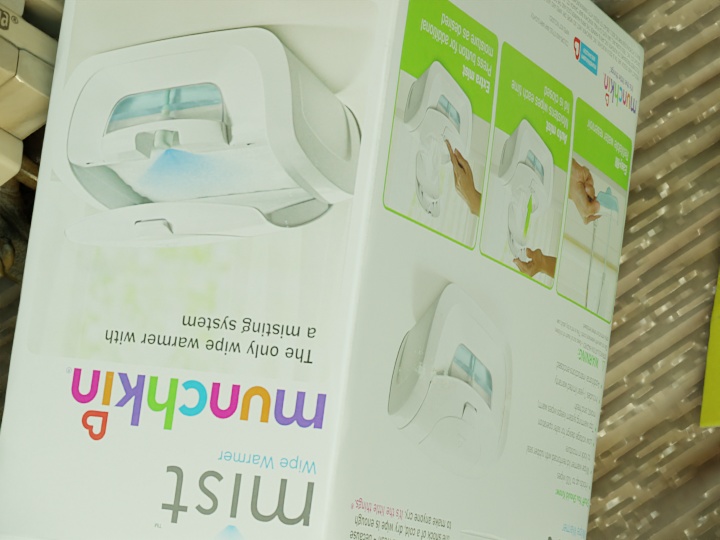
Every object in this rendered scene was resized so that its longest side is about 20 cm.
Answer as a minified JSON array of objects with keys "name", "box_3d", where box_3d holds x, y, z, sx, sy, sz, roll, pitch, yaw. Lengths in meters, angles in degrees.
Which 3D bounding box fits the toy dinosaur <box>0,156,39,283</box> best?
[{"name":"toy dinosaur","box_3d":[-0.138,-0.052,0.782,0.060,0.106,0.201,-35,93,0]}]

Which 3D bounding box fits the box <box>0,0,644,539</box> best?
[{"name":"box","box_3d":[0.000,0.000,0.721,0.096,0.200,0.178,5,83,22]}]

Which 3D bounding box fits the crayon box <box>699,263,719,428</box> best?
[{"name":"crayon box","box_3d":[0.153,-0.051,0.778,0.050,0.127,0.202,12,83,-12]}]

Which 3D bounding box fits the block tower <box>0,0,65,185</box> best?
[{"name":"block tower","box_3d":[-0.104,-0.111,0.722,0.058,0.054,0.201,32,44,-34]}]
